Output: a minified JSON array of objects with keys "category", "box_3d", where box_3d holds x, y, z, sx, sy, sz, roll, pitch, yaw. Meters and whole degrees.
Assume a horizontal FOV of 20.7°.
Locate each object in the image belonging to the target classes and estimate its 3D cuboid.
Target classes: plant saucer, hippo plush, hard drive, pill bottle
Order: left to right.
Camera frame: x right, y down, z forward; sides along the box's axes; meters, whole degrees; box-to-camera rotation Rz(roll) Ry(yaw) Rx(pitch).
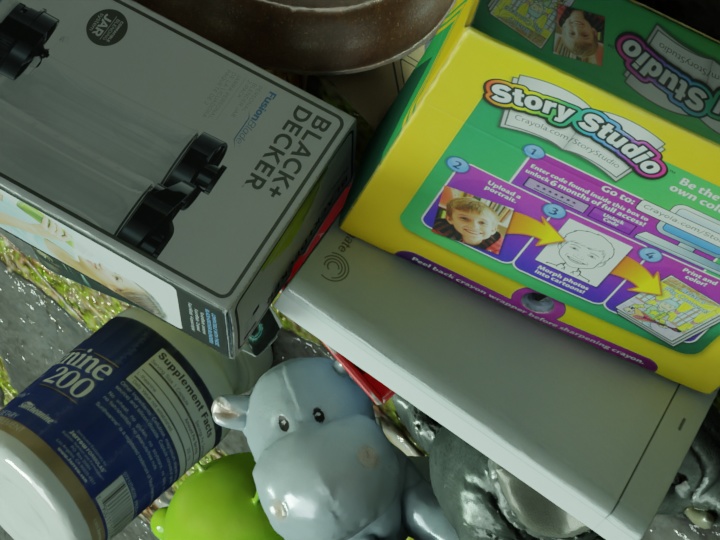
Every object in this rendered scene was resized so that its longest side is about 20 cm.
[{"category":"pill bottle","box_3d":[-0.154,0.094,1.301,0.111,0.200,0.111,33,146,26]},{"category":"plant saucer","box_3d":[-0.042,-0.170,0.860,0.200,0.035,0.200,15,141,13]},{"category":"hippo plush","box_3d":[0.006,0.116,1.168,0.200,0.159,0.161,-104,-3,-46]},{"category":"hard drive","box_3d":[0.074,0.026,0.944,0.200,0.132,0.027,35,143,1]}]

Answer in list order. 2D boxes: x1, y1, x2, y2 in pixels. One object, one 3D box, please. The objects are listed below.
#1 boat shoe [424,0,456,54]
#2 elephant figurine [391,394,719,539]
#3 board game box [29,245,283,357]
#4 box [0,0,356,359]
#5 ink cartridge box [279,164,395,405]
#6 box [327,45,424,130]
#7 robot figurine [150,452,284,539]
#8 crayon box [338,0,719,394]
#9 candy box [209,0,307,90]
[{"category":"boat shoe","box_3d":[0.082,-0.147,0.856,0.200,0.072,0.068,133,133,-59]},{"category":"elephant figurine","box_3d":[0.132,0.090,1.027,0.200,0.155,0.142,129,141,-49]},{"category":"board game box","box_3d":[-0.140,-0.030,1.087,0.200,0.028,0.135,19,148,44]},{"category":"box","box_3d":[-0.113,-0.060,0.919,0.200,0.117,0.060,30,158,11]},{"category":"ink cartridge box","box_3d":[0.000,0.000,1.031,0.116,0.067,0.200,49,-176,0]},{"category":"box","box_3d":[0.065,-0.078,0.998,0.200,0.021,0.163,48,150,-1]},{"category":"robot figurine","box_3d":[-0.073,0.216,1.419,0.175,0.116,0.200,20,139,38]},{"category":"crayon box","box_3d":[0.112,-0.039,0.873,0.200,0.058,0.173,24,147,-7]},{"category":"candy box","box_3d":[-0.079,-0.154,0.999,0.055,0.116,0.200,-9,125,10]}]
